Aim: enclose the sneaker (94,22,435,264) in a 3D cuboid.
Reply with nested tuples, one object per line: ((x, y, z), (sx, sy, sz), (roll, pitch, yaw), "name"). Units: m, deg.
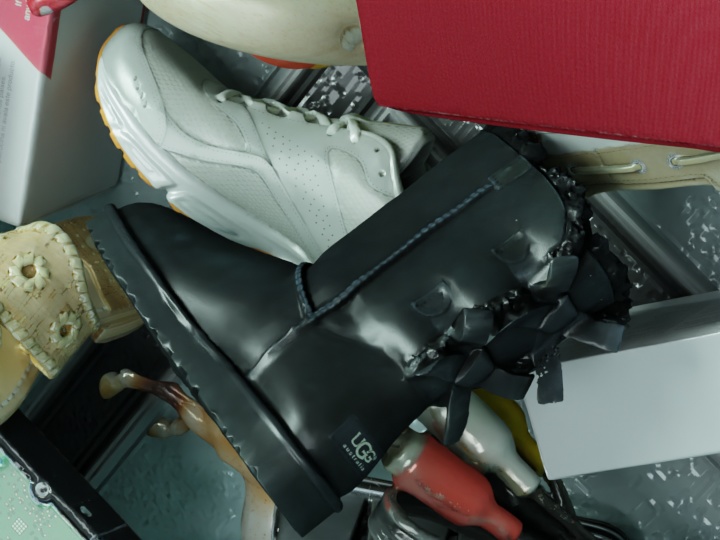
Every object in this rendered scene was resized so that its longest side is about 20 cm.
((-0.019, -0.043, 1.244), (0.200, 0.076, 0.092), (43, 112, 4), "sneaker")

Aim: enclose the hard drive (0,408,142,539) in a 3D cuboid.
((-0.192, 0.101, 1.240), (0.200, 0.038, 0.140), (45, 107, 11), "hard drive")

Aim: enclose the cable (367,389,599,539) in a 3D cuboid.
((0.082, 0.104, 1.182), (0.199, 0.097, 0.050), (32, 129, -2), "cable")

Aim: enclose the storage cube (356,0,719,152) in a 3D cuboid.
((0.107, -0.153, 1.039), (0.179, 0.171, 0.201), (11, 119, 43), "storage cube")

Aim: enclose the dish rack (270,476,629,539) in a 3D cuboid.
((0.025, 0.192, 1.266), (0.153, 0.055, 0.201), (11, 115, 5), "dish rack")

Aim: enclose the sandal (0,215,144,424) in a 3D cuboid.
((-0.134, 0.003, 1.223), (0.078, 0.211, 0.070), (45, 121, 10), "sandal")

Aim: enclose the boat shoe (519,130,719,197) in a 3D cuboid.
((0.154, -0.065, 1.142), (0.199, 0.075, 0.069), (3, 121, 28), "boat shoe")

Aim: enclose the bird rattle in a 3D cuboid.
((-0.034, -0.124, 1.154), (0.163, 0.199, 0.113), (48, 125, 59), "bird rattle")

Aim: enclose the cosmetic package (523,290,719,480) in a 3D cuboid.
((0.167, 0.033, 1.149), (0.199, 0.082, 0.051), (-12, 97, 31), "cosmetic package")

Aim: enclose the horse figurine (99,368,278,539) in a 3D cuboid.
((-0.043, 0.103, 1.304), (0.132, 0.050, 0.201), (3, 108, 36), "horse figurine")

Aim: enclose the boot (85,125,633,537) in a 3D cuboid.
((-0.001, -0.001, 1.162), (0.162, 0.073, 0.198), (-37, 44, -5), "boot")

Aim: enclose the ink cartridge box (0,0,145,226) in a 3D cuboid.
((-0.197, -0.123, 1.306), (0.199, 0.083, 0.146), (20, 113, 22), "ink cartridge box")
